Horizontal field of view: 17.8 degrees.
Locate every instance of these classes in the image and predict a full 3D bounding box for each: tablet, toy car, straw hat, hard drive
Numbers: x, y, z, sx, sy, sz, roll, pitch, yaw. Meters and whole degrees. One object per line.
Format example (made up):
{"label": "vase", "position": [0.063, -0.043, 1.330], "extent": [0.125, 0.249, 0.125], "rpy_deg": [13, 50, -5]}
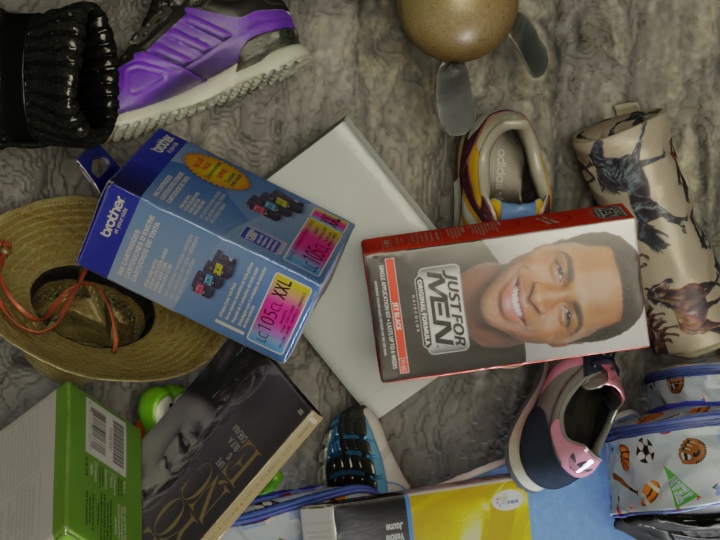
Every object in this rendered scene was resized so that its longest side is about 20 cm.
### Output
{"label": "tablet", "position": [0.151, 0.198, 1.789], "extent": [0.200, 0.014, 0.130], "rpy_deg": [-19, 95, -26]}
{"label": "toy car", "position": [0.060, -0.210, 1.720], "extent": [0.164, 0.158, 0.200], "rpy_deg": [-37, 107, -18]}
{"label": "straw hat", "position": [-0.204, 0.039, 1.702], "extent": [0.201, 0.201, 0.085], "rpy_deg": [17, 130, -11]}
{"label": "hard drive", "position": [0.000, 0.000, 1.749], "extent": [0.132, 0.026, 0.200], "rpy_deg": [-36, 99, 17]}

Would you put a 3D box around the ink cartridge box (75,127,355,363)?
{"label": "ink cartridge box", "position": [-0.117, -0.027, 1.670], "extent": [0.200, 0.136, 0.076], "rpy_deg": [24, 113, 1]}

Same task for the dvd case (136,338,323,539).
{"label": "dvd case", "position": [-0.121, 0.145, 1.625], "extent": [0.016, 0.149, 0.200], "rpy_deg": [38, 94, -32]}

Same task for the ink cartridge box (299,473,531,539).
{"label": "ink cartridge box", "position": [0.050, 0.258, 1.680], "extent": [0.198, 0.047, 0.200], "rpy_deg": [-4, 86, -43]}

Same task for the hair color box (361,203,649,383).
{"label": "hair color box", "position": [0.106, 0.016, 1.697], "extent": [0.200, 0.061, 0.102], "rpy_deg": [-9, 101, -1]}

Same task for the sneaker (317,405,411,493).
{"label": "sneaker", "position": [0.029, 0.198, 1.772], "extent": [0.087, 0.075, 0.200], "rpy_deg": [-14, 91, -36]}

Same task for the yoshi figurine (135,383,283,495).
{"label": "yoshi figurine", "position": [-0.110, 0.177, 1.711], "extent": [0.112, 0.112, 0.200], "rpy_deg": [-15, 85, 0]}

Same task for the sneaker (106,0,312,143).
{"label": "sneaker", "position": [-0.145, -0.164, 1.724], "extent": [0.200, 0.070, 0.100], "rpy_deg": [-21, 88, -13]}

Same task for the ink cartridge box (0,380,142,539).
{"label": "ink cartridge box", "position": [-0.253, 0.195, 1.652], "extent": [0.200, 0.148, 0.076], "rpy_deg": [-36, 126, 24]}

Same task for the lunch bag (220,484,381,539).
{"label": "lunch bag", "position": [-0.061, 0.235, 1.663], "extent": [0.200, 0.076, 0.160], "rpy_deg": [-10, 94, -40]}

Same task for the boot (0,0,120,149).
{"label": "boot", "position": [-0.261, -0.182, 1.652], "extent": [0.158, 0.079, 0.211], "rpy_deg": [-8, 105, 34]}

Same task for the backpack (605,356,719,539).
{"label": "backpack", "position": [0.280, 0.138, 1.748], "extent": [0.190, 0.200, 0.154], "rpy_deg": [-11, 78, -14]}

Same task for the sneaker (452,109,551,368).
{"label": "sneaker", "position": [0.109, -0.023, 1.758], "extent": [0.075, 0.090, 0.200], "rpy_deg": [-7, 93, -10]}

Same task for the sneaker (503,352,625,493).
{"label": "sneaker", "position": [0.177, 0.077, 1.748], "extent": [0.070, 0.082, 0.200], "rpy_deg": [35, 58, -29]}

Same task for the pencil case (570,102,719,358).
{"label": "pencil case", "position": [0.233, -0.032, 1.789], "extent": [0.078, 0.089, 0.200], "rpy_deg": [-21, 96, 19]}
